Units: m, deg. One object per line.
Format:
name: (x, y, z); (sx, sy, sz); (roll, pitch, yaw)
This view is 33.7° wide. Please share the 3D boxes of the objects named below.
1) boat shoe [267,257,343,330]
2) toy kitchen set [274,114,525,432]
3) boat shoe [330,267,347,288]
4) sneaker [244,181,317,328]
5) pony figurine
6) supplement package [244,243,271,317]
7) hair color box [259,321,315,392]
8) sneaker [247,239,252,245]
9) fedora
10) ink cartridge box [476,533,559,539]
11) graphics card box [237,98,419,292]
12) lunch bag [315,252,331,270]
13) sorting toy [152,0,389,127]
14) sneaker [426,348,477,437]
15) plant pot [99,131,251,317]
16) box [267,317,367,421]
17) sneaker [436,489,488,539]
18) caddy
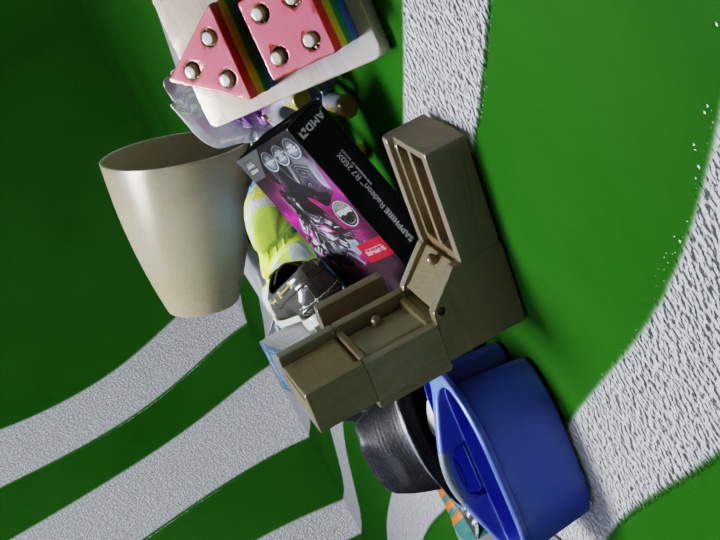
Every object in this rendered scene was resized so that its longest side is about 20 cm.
boat shoe: (-0.062, 0.017, 1.230); (0.061, 0.071, 0.201); (55, 167, -9)
toy kitchen set: (-0.002, -0.010, 1.009); (0.163, 0.198, 0.182); (40, 156, 61)
boat shoe: (0.017, 0.008, 1.262); (0.069, 0.084, 0.202); (-38, 79, 51)
sneaker: (-0.087, -0.027, 1.386); (0.106, 0.075, 0.202); (-102, 1, -54)
pony figurine: (-0.085, -0.165, 1.242); (0.199, 0.166, 0.194); (13, 139, 56)
supplement package: (-0.113, -0.055, 1.630); (0.120, 0.120, 0.201); (56, 167, 31)
hair color box: (-0.024, 0.082, 1.182); (0.061, 0.099, 0.200); (64, 165, -10)
sneaker: (-0.041, -0.038, 1.512); (0.199, 0.113, 0.071); (31, -179, -42)
fedora: (0.055, 0.187, 1.306); (0.201, 0.091, 0.202); (55, -162, -28)
ink cartridge box: (0.150, 0.354, 1.212); (0.085, 0.174, 0.200); (65, 169, -15)
graphics card box: (-0.018, -0.060, 1.139); (0.201, 0.051, 0.125); (50, 153, -13)
lunch bag: (0.000, 0.000, 1.383); (0.151, 0.093, 0.203); (-136, 34, -57)
sorting toy: (-0.106, -0.236, 1.001); (0.197, 0.070, 0.202); (-17, 105, 34)
sneaker: (0.101, 0.095, 1.179); (0.081, 0.077, 0.202); (13, 136, 40)
plant pot: (-0.212, -0.052, 1.468); (0.187, 0.185, 0.203); (-142, 42, -65)
box: (-0.009, 0.117, 1.470); (0.200, 0.156, 0.052); (48, 125, 55)
sneaker: (0.123, 0.257, 1.389); (0.200, 0.071, 0.081); (50, 167, 55)
caddy: (0.122, 0.166, 1.085); (0.202, 0.104, 0.141); (66, 170, -14)
